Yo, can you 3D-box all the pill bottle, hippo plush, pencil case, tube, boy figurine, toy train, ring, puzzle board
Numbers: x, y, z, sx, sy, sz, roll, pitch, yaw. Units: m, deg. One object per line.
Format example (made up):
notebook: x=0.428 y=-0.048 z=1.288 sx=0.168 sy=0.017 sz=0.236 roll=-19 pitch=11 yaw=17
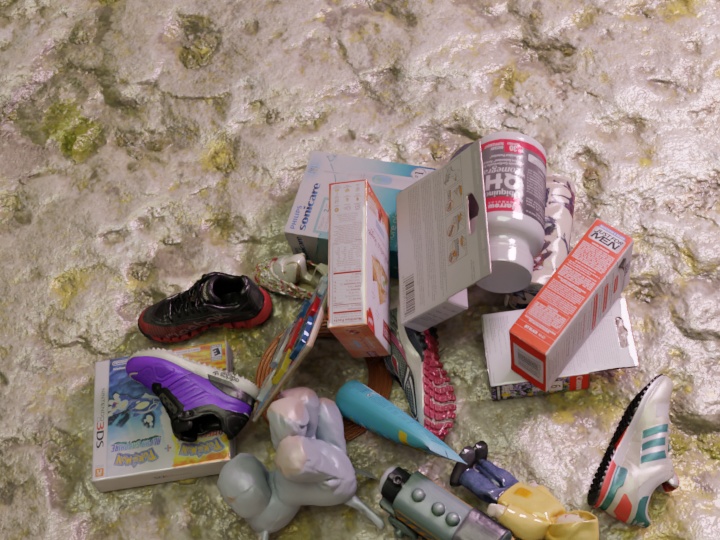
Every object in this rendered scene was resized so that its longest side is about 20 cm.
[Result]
pill bottle: x=0.194 y=-0.076 z=1.596 sx=0.109 sy=0.111 sz=0.203 roll=0 pitch=58 yaw=11
hippo plush: x=-0.094 y=0.257 z=1.534 sx=0.160 sy=0.200 sz=0.161 roll=-32 pitch=37 yaw=21
pencil case: x=0.250 y=-0.038 z=1.662 sx=0.088 sy=0.078 sz=0.203 roll=5 pitch=61 yaw=12
tube: x=0.047 y=0.198 z=1.517 sx=0.199 sy=0.077 sz=0.051 roll=24 pitch=92 yaw=47
boy figurine: x=0.203 y=0.289 z=1.463 sx=0.199 sy=0.123 sz=0.065 roll=29 pitch=110 yaw=34
toy train: x=0.106 y=0.313 z=1.463 sx=0.199 sy=0.115 sz=0.085 roll=32 pitch=69 yaw=25
ring: x=-0.053 y=0.148 z=1.646 sx=0.197 sy=0.019 sz=0.203 roll=-4 pitch=60 yaw=7
puzzle board: x=-0.085 y=0.088 z=1.555 sx=0.017 sy=0.151 sz=0.201 roll=32 pitch=32 yaw=-8

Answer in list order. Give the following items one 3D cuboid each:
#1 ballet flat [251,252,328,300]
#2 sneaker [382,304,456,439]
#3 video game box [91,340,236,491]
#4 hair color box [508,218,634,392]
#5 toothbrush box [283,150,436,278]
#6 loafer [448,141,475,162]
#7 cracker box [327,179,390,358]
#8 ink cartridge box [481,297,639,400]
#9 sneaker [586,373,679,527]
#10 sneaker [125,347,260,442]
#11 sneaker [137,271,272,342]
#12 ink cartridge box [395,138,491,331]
ballet flat: x=-0.068 y=0.010 z=1.703 sx=0.197 sy=0.065 sz=0.076 roll=18 pitch=49 yaw=20
sneaker: x=0.074 y=0.141 z=1.601 sx=0.074 sy=0.080 sz=0.203 roll=-29 pitch=54 yaw=27
video game box: x=-0.272 y=0.200 z=1.642 sx=0.196 sy=0.047 sz=0.185 roll=-10 pitch=61 yaw=5
hair color box: x=0.272 y=0.045 z=1.532 sx=0.064 sy=0.111 sz=0.200 roll=33 pitch=69 yaw=25
toothbrush box: x=0.006 y=-0.081 z=1.731 sx=0.197 sy=0.086 sz=0.148 roll=10 pitch=63 yaw=18
loafer: x=0.150 y=-0.094 z=1.730 sx=0.071 sy=0.063 sz=0.202 roll=5 pitch=57 yaw=16
cracker box: x=0.000 y=0.000 z=1.571 sx=0.057 sy=0.134 sz=0.203 roll=-5 pitch=69 yaw=14
ink cartridge box: x=0.266 y=0.105 z=1.593 sx=0.196 sy=0.051 sz=0.111 roll=-7 pitch=58 yaw=5
sneaker: x=0.365 y=0.231 z=1.499 sx=0.093 sy=0.071 sz=0.201 roll=30 pitch=66 yaw=6
sneaker: x=-0.238 y=0.173 z=1.585 sx=0.197 sy=0.070 sz=0.101 roll=14 pitch=65 yaw=18
sneaker: x=-0.230 y=0.048 z=1.692 sx=0.197 sy=0.098 sz=0.072 roll=-11 pitch=60 yaw=6
ink cartridge box: x=0.118 y=-0.044 z=1.557 sx=0.175 sy=0.044 sz=0.203 roll=-31 pitch=50 yaw=43
